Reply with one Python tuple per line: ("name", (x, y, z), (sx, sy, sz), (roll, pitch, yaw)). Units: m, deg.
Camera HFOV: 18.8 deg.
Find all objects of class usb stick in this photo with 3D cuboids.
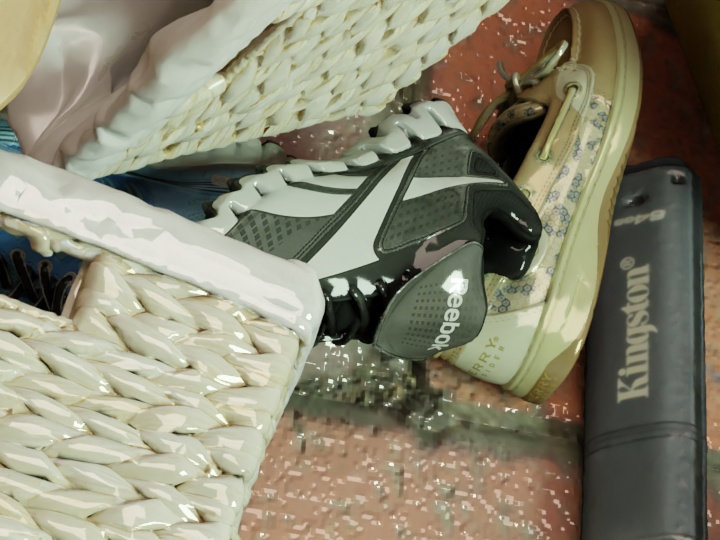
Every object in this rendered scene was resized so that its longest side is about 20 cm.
("usb stick", (0.117, 0.039, 0.895), (0.033, 0.055, 0.201), (42, 41, -39))

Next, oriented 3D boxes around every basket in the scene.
("basket", (-0.140, 0.077, 0.686), (0.197, 0.200, 0.162), (20, 58, -4))
("basket", (-0.042, -0.162, 0.743), (0.160, 0.198, 0.201), (-15, 76, -40))

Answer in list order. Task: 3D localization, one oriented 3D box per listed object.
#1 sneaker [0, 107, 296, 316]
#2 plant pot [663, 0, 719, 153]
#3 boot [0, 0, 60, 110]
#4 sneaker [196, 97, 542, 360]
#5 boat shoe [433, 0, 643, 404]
("sneaker", (-0.113, -0.008, 0.834), (0.199, 0.078, 0.090), (2, 62, -14))
("plant pot", (0.241, -0.098, 0.919), (0.194, 0.194, 0.201), (-12, 65, 4))
("boot", (-0.145, -0.112, 0.685), (0.070, 0.144, 0.202), (7, 65, -26))
("sneaker", (0.000, 0.000, 0.807), (0.090, 0.067, 0.200), (39, 42, 20))
("boat shoe", (0.074, -0.041, 0.921), (0.062, 0.073, 0.201), (19, 54, -8))
